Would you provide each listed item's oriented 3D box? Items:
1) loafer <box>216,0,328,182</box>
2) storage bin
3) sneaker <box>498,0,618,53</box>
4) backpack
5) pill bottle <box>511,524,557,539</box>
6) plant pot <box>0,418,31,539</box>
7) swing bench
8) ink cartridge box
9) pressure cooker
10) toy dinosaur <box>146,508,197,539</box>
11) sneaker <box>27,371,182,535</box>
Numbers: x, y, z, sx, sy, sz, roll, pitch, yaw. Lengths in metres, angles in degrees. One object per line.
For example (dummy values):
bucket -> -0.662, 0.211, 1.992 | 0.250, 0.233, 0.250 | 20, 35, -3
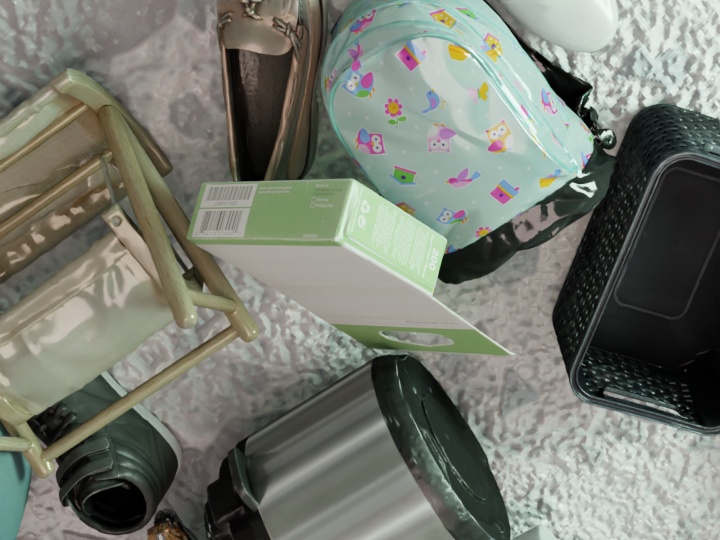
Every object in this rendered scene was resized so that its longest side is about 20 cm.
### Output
loafer -> -0.063, -0.141, 1.161 | 0.071, 0.063, 0.202 | 9, 120, 21
storage bin -> 0.232, 0.000, 1.236 | 0.134, 0.094, 0.202 | 15, 115, -10
sneaker -> 0.102, -0.214, 1.134 | 0.070, 0.080, 0.200 | -37, 114, 13
backpack -> 0.062, -0.102, 1.160 | 0.166, 0.127, 0.201 | -32, 112, 15
pill bottle -> 0.075, 0.280, 1.356 | 0.199, 0.111, 0.111 | -30, 114, 12
plant pot -> -0.317, 0.153, 1.253 | 0.135, 0.199, 0.201 | -41, 116, -21
swing bench -> -0.211, 0.006, 1.183 | 0.198, 0.130, 0.201 | -32, 75, 11
ink cartridge box -> 0.000, 0.000, 1.177 | 0.199, 0.144, 0.048 | 30, 69, -43
pressure cooker -> -0.009, 0.178, 1.270 | 0.199, 0.179, 0.177 | -31, 91, 12
toy dinosaur -> -0.115, 0.263, 1.326 | 0.101, 0.136, 0.202 | -3, 116, -2
sneaker -> -0.214, 0.115, 1.270 | 0.200, 0.099, 0.071 | 40, 110, -18
